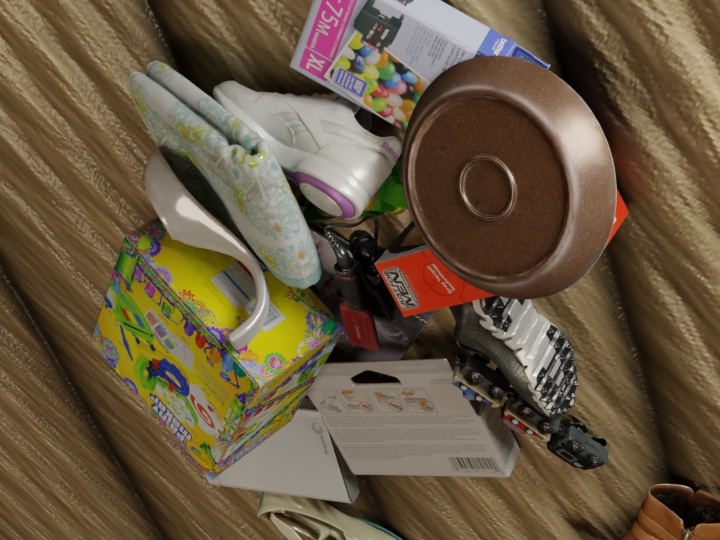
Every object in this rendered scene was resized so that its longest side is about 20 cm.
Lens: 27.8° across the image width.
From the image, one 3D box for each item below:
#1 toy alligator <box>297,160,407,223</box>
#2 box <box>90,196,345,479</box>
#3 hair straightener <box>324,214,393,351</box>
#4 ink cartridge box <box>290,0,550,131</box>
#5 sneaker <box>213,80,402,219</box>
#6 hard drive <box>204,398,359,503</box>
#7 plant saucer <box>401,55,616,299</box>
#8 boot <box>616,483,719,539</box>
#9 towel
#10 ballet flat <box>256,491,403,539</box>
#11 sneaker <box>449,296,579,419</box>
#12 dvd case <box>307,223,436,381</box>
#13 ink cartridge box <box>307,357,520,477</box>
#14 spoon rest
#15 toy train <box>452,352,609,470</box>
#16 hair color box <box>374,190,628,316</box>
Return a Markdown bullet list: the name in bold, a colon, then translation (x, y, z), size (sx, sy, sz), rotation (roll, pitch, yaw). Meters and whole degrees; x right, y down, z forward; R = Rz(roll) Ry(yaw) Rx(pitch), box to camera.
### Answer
- **toy alligator**: translation (-0.019, -0.075, 1.339), size (0.199, 0.059, 0.055), rotation (-6, 85, 41)
- **box**: translation (-0.149, 0.064, 1.453), size (0.200, 0.122, 0.193), rotation (46, 142, 13)
- **hair straightener**: translation (0.000, 0.000, 1.358), size (0.041, 0.077, 0.200), rotation (16, 156, 22)
- **ink cartridge box**: translation (0.047, -0.171, 1.208), size (0.199, 0.042, 0.120), rotation (28, 140, 1)
- **sneaker**: translation (-0.048, -0.123, 1.296), size (0.199, 0.100, 0.075), rotation (35, 165, 29)
- **hard drive**: translation (-0.106, 0.201, 1.672), size (0.199, 0.027, 0.133), rotation (2, 123, 29)
- **plant saucer**: translation (0.108, -0.068, 1.157), size (0.199, 0.034, 0.202), rotation (15, 116, 33)
- **boot**: translation (0.288, 0.280, 1.487), size (0.198, 0.077, 0.156), rotation (11, 138, 18)
- **towel**: translation (-0.121, -0.087, 1.306), size (0.200, 0.048, 0.172), rotation (38, 164, 38)
- **ballet flat**: translation (-0.035, 0.316, 1.729), size (0.199, 0.070, 0.070), rotation (29, 140, 2)
- **sneaker**: translation (0.138, 0.064, 1.374), size (0.090, 0.067, 0.200), rotation (9, 145, 46)
- **dvd case**: translation (-0.032, 0.021, 1.467), size (0.199, 0.016, 0.149), rotation (32, 140, -1)
- **ink cartridge box**: translation (0.046, 0.143, 1.521), size (0.199, 0.045, 0.177), rotation (-4, 129, 33)
- **spoon rest**: translation (-0.140, -0.027, 1.345), size (0.201, 0.060, 0.099), rotation (60, 174, 14)
- **toy train**: translation (0.164, 0.141, 1.435), size (0.199, 0.034, 0.046), rotation (35, 140, -20)
- **hair color box**: translation (0.120, -0.027, 1.255), size (0.199, 0.102, 0.062), rotation (-16, 112, 40)
